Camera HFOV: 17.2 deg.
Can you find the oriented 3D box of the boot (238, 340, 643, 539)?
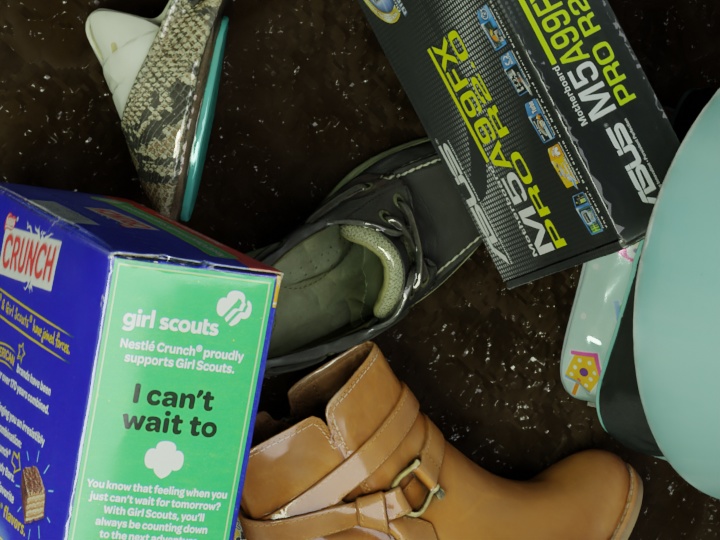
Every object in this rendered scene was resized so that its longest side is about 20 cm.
[{"bbox_3d":[0.033,0.097,1.105,0.199,0.077,0.156,-33,107,-20],"label":"boot"}]

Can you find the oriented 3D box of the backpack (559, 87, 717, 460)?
[{"bbox_3d":[0.197,0.009,1.106,0.199,0.153,0.177,8,96,-45],"label":"backpack"}]

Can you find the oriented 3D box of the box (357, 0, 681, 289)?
[{"bbox_3d":[0.057,-0.097,1.002,0.044,0.160,0.201,-27,91,-15],"label":"box"}]

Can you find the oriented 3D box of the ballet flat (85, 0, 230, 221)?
[{"bbox_3d":[-0.075,-0.123,1.033,0.075,0.068,0.202,21,87,-3],"label":"ballet flat"}]

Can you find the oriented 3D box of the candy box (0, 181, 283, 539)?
[{"bbox_3d":[-0.111,0.077,0.956,0.076,0.169,0.202,5,99,-26],"label":"candy box"}]

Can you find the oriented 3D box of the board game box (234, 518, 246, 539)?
[{"bbox_3d":[-0.134,0.096,1.062,0.134,0.034,0.201,-34,111,-12],"label":"board game box"}]

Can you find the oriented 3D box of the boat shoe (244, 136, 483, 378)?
[{"bbox_3d":[-0.001,-0.001,1.066,0.200,0.066,0.072,-29,106,-26],"label":"boat shoe"}]

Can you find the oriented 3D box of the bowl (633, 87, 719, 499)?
[{"bbox_3d":[0.213,0.010,0.943,0.200,0.105,0.203,-15,112,-40],"label":"bowl"}]
